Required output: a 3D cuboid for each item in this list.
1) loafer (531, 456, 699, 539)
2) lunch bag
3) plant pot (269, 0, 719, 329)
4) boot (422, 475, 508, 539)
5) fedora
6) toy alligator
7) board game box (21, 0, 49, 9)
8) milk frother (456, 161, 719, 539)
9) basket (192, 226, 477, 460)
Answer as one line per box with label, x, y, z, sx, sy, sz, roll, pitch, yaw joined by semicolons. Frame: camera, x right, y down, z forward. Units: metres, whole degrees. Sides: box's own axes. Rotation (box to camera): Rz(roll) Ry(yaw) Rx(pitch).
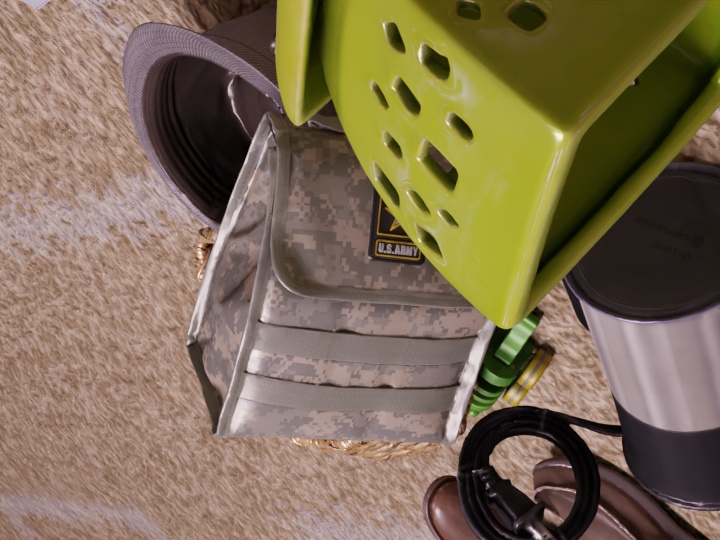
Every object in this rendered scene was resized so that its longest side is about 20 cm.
loafer;0.210;0.218;1.406;0.200;0.071;0.073;35;156;8
lunch bag;0.000;0.000;1.106;0.118;0.163;0.201;-116;36;-52
plant pot;0.072;-0.126;0.848;0.181;0.200;0.199;38;157;14
boot;0.169;0.236;1.506;0.186;0.064;0.200;37;163;-30
fedora;-0.065;-0.105;1.192;0.176;0.090;0.200;27;147;20
toy alligator;0.091;0.084;1.355;0.059;0.054;0.200;37;156;4
board game box;-0.260;-0.250;1.186;0.199;0.041;0.200;24;163;-25
milk frother;0.145;0.062;1.065;0.180;0.200;0.188;22;152;36
basket;-0.029;0.055;1.309;0.149;0.143;0.200;19;172;-39
